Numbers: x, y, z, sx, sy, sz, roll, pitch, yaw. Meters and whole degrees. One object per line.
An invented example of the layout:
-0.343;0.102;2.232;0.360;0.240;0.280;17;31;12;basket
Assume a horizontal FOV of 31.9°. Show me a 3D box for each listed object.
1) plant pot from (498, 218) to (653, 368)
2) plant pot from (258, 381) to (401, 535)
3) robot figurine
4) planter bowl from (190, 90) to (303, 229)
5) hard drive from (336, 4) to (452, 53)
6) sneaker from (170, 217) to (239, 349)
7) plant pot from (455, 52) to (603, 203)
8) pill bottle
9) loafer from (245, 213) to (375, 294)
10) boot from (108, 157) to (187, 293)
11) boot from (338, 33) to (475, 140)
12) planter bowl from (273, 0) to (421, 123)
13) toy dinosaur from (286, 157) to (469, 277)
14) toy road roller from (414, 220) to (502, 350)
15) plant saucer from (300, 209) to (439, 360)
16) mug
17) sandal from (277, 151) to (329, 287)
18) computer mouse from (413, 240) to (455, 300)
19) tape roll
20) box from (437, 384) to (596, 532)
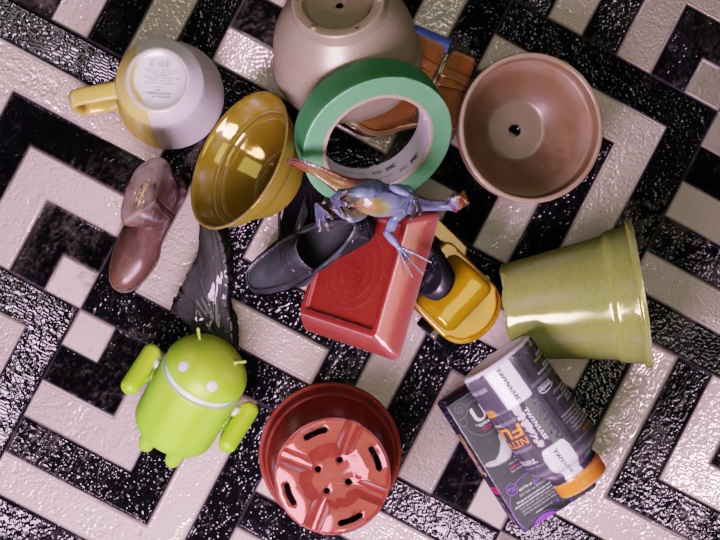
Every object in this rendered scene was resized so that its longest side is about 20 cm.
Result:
0.285;0.043;1.694;0.183;0.200;0.201;-8;90;8;plant pot
-0.037;0.257;1.664;0.200;0.195;0.202;0;90;-3;plant pot
-0.225;0.167;1.674;0.175;0.116;0.200;32;119;-1;robot figurine
-0.135;-0.133;1.694;0.083;0.200;0.201;27;89;-38;planter bowl
0.011;-0.296;1.751;0.199;0.025;0.132;21;89;-2;hard drive
-0.216;0.027;1.719;0.090;0.076;0.201;-3;88;3;sneaker
0.222;-0.192;1.721;0.200;0.093;0.202;0;93;-9;plant pot
0.230;0.192;1.615;0.106;0.106;0.200;-36;90;-2;pill bottle
-0.074;-0.025;1.648;0.200;0.070;0.068;-27;85;23;loafer
-0.291;-0.056;1.650;0.064;0.200;0.187;25;89;-2;boot
0.050;-0.249;1.705;0.199;0.074;0.155;19;93;-15;boot
-0.024;-0.312;1.632;0.199;0.135;0.201;-2;63;5;planter bowl
0.038;-0.097;1.567;0.181;0.105;0.200;-17;69;-34;toy dinosaur
0.101;0.010;1.694;0.200;0.146;0.123;44;88;-2;toy road roller
0.000;0.000;1.676;0.037;0.200;0.200;17;89;-42;plant saucer
-0.274;-0.230;1.675;0.186;0.153;0.150;-41;92;-2;mug
-0.088;-0.077;1.723;0.076;0.043;0.201;-2;80;40;sandal
0.074;-0.035;1.662;0.034;0.200;0.059;15;126;-40;computer mouse
0.017;-0.175;1.619;0.200;0.048;0.201;-11;133;-13;tape roll
0.211;0.235;1.719;0.122;0.106;0.200;-31;91;-4;box
